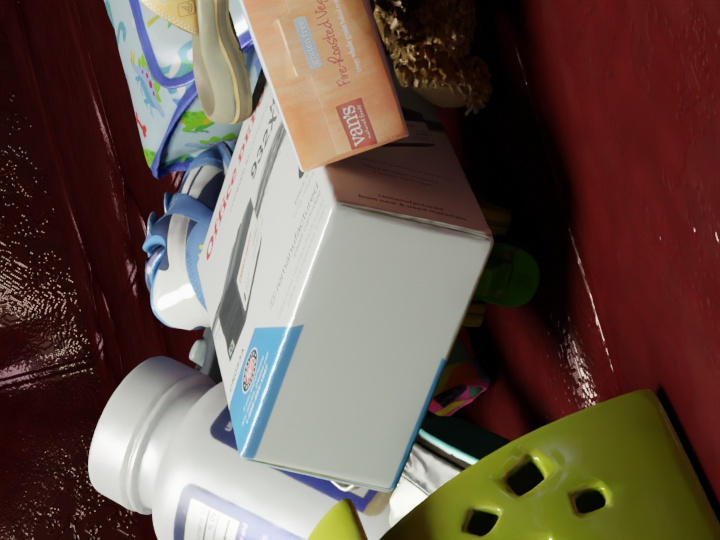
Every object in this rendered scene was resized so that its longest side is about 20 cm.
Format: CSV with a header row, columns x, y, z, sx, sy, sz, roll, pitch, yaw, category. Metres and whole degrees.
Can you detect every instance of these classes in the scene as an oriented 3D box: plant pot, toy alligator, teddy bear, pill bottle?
x,y,z,sx,sy,sz,roll,pitch,yaw,category
0.073,0.199,1.182,0.200,0.181,0.199,95,158,-55,plant pot
0.051,-0.011,1.345,0.200,0.054,0.059,-143,67,-72,toy alligator
0.025,-0.171,1.288,0.145,0.067,0.200,-117,8,-79,teddy bear
-0.050,0.128,1.523,0.200,0.120,0.120,25,142,23,pill bottle

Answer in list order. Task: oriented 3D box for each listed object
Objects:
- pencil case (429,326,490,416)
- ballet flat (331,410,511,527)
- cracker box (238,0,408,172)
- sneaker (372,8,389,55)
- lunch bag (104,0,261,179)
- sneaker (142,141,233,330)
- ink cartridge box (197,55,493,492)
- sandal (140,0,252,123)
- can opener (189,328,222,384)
x,y,z,sx,sy,sz,roll,pitch,yaw,category
0.000,0.000,1.470,0.088,0.088,0.200,114,134,-71,pencil case
0.022,0.094,1.388,0.200,0.068,0.068,32,109,28,ballet flat
-0.036,-0.157,1.257,0.200,0.058,0.134,-106,-2,-54,cracker box
-0.016,-0.169,1.476,0.085,0.077,0.200,-64,34,36,sneaker
-0.087,-0.176,1.646,0.200,0.127,0.170,125,133,-58,lunch bag
-0.092,-0.019,1.568,0.074,0.082,0.200,59,-177,-15,sneaker
-0.014,-0.009,1.311,0.200,0.084,0.145,-109,35,-60,ink cartridge box
-0.095,-0.151,1.309,0.080,0.054,0.200,-108,7,-48,sandal
-0.083,0.084,1.638,0.079,0.063,0.200,-107,36,-83,can opener
